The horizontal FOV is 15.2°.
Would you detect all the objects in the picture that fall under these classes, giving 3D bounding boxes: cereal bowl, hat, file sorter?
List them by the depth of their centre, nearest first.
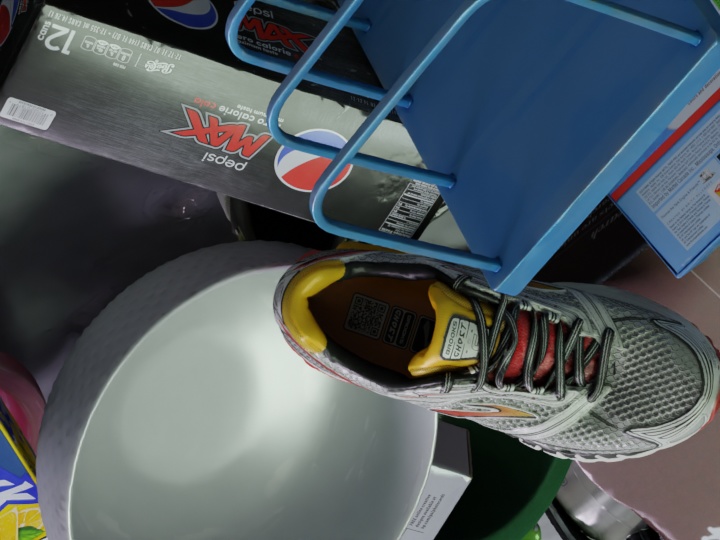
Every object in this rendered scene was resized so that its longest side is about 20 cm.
[{"bbox_3d":[0.020,-0.117,1.036,0.122,0.200,0.139,11,130,-41],"label":"file sorter"},{"bbox_3d":[-0.067,0.076,1.256,0.199,0.083,0.201,-14,117,-29],"label":"cereal bowl"},{"bbox_3d":[0.010,0.072,1.519,0.165,0.176,0.201,10,99,-41],"label":"hat"}]

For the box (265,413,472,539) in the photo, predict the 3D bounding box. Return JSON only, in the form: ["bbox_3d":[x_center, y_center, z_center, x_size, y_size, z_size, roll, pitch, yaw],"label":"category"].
[{"bbox_3d":[-0.064,0.118,1.379,0.199,0.041,0.156,19,126,-16],"label":"box"}]

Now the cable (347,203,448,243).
[{"bbox_3d":[0.000,0.000,1.360,0.200,0.050,0.097,-30,146,12],"label":"cable"}]

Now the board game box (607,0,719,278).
[{"bbox_3d":[0.120,-0.121,1.117,0.151,0.200,0.037,-46,171,33],"label":"board game box"}]

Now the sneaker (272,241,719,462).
[{"bbox_3d":[0.056,0.037,1.148,0.199,0.078,0.082,10,180,6],"label":"sneaker"}]

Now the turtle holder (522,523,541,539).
[{"bbox_3d":[0.033,0.206,1.650,0.131,0.186,0.142,-14,117,-17],"label":"turtle holder"}]

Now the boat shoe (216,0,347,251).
[{"bbox_3d":[-0.030,-0.065,1.227,0.072,0.060,0.202,-15,149,-13],"label":"boat shoe"}]

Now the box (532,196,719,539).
[{"bbox_3d":[0.177,0.001,1.284,0.166,0.200,0.164,41,119,-17],"label":"box"}]

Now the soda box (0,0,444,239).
[{"bbox_3d":[-0.055,-0.076,1.120,0.199,0.071,0.063,18,125,-24],"label":"soda box"}]

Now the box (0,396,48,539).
[{"bbox_3d":[-0.188,0.085,1.240,0.064,0.070,0.200,-28,150,-5],"label":"box"}]

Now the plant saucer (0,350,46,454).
[{"bbox_3d":[-0.253,0.085,1.315,0.200,0.051,0.201,-19,150,-11],"label":"plant saucer"}]

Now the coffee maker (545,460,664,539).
[{"bbox_3d":[0.218,0.074,1.585,0.200,0.135,0.192,-42,169,30],"label":"coffee maker"}]
